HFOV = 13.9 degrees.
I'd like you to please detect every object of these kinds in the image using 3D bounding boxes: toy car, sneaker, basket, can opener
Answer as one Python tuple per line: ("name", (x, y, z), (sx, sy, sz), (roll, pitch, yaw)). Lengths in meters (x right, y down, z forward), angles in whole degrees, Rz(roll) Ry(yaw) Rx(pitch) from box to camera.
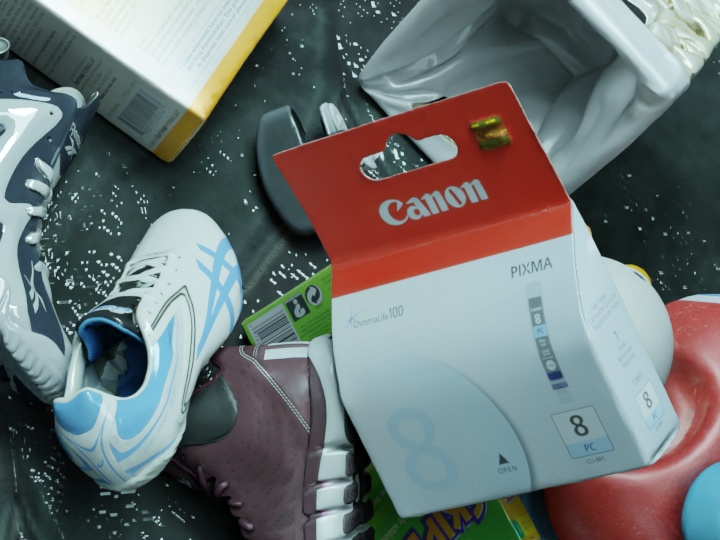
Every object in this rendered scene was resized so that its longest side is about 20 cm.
("toy car", (0.140, 0.044, 1.564), (0.177, 0.184, 0.200), (-49, 122, -27))
("sneaker", (-0.175, -0.037, 1.569), (0.129, 0.080, 0.199), (-32, 75, -18))
("basket", (0.114, -0.134, 1.651), (0.136, 0.200, 0.123), (46, 57, -2))
("sneaker", (-0.111, 0.028, 1.543), (0.200, 0.072, 0.073), (-75, 146, -49))
("sneaker", (-0.054, 0.132, 1.574), (0.115, 0.076, 0.201), (2, 91, 13))
("can opener", (0.000, 0.000, 1.648), (0.066, 0.053, 0.200), (-22, 77, 9))

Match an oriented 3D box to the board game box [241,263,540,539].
("board game box", (0.019, 0.093, 1.592), (0.030, 0.095, 0.200), (-13, 73, -56))

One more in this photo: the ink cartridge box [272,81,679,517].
("ink cartridge box", (0.048, 0.019, 1.477), (0.047, 0.160, 0.200), (-45, 113, -47))

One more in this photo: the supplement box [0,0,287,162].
("supplement box", (-0.145, -0.172, 1.630), (0.200, 0.074, 0.126), (37, 64, -6))
